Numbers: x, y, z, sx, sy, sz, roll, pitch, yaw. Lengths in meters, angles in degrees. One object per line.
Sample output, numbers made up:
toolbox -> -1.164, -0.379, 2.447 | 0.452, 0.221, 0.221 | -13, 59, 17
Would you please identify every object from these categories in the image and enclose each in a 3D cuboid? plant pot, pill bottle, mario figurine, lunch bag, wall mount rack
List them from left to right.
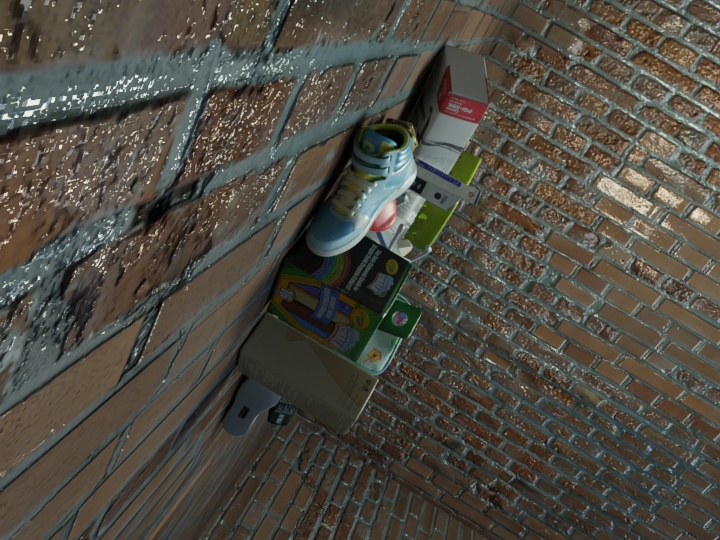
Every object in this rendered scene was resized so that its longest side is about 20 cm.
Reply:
lunch bag -> -0.020, 0.075, 1.043 | 0.160, 0.200, 0.077 | -60, -174, -28
mario figurine -> -0.014, -0.101, 1.011 | 0.200, 0.106, 0.124 | 143, -56, -69
pill bottle -> 0.056, -0.119, 1.392 | 0.200, 0.114, 0.114 | -59, 177, -2
wall mount rack -> 0.054, -0.091, 1.102 | 0.075, 0.200, 0.174 | -29, 159, 18
plant pot -> 0.154, -0.202, 1.557 | 0.200, 0.181, 0.199 | -56, 176, -41

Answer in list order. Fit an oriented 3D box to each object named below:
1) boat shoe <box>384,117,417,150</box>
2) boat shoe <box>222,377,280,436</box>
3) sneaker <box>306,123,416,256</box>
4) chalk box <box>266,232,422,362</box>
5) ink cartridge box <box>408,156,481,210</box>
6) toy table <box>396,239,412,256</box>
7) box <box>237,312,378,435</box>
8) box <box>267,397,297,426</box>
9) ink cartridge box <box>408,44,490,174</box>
boat shoe -> 0.052, -0.202, 0.982 | 0.200, 0.074, 0.066 | 6, 99, -86
boat shoe -> -0.193, 0.235, 1.184 | 0.199, 0.074, 0.068 | -58, -176, 36
sneaker -> -0.006, -0.117, 0.833 | 0.200, 0.080, 0.131 | -49, 160, -16
chalk box -> -0.012, 0.035, 0.917 | 0.125, 0.200, 0.124 | -56, 176, -43
ink cartridge box -> 0.121, -0.164, 1.157 | 0.039, 0.200, 0.099 | -64, 175, 26
toy table -> 0.000, 0.000, 1.187 | 0.200, 0.184, 0.117 | -26, 155, -39
box -> -0.084, 0.159, 0.969 | 0.078, 0.200, 0.095 | -57, 178, -30
box -> -0.127, 0.168, 1.225 | 0.193, 0.047, 0.200 | -87, -161, -45
ink cartridge box -> 0.160, -0.296, 1.201 | 0.200, 0.083, 0.147 | 118, -20, -50
